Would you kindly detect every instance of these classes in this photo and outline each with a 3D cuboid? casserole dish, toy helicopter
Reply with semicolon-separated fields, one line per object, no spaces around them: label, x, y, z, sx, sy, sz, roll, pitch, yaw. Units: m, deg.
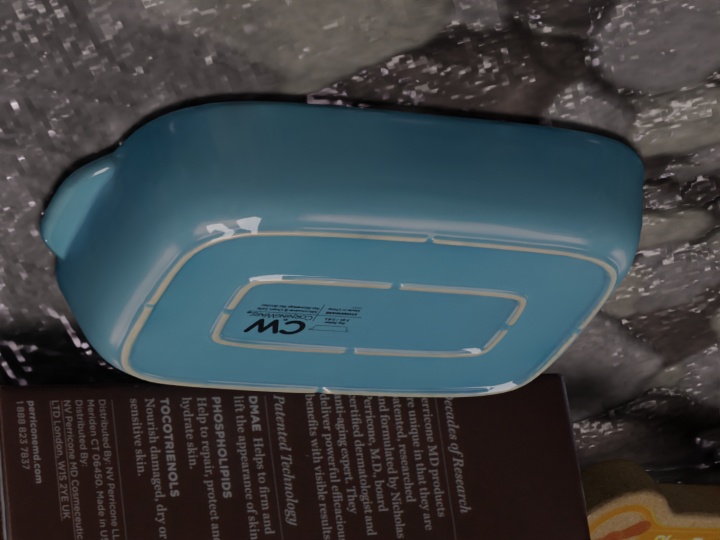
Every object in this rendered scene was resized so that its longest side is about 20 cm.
casserole dish;0.000;0.000;0.871;0.200;0.039;0.121;5;145;-25
toy helicopter;0.146;0.090;1.030;0.200;0.079;0.132;9;128;-43

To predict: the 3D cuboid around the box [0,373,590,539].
box;-0.034;0.083;0.946;0.199;0.075;0.100;1;159;-20
